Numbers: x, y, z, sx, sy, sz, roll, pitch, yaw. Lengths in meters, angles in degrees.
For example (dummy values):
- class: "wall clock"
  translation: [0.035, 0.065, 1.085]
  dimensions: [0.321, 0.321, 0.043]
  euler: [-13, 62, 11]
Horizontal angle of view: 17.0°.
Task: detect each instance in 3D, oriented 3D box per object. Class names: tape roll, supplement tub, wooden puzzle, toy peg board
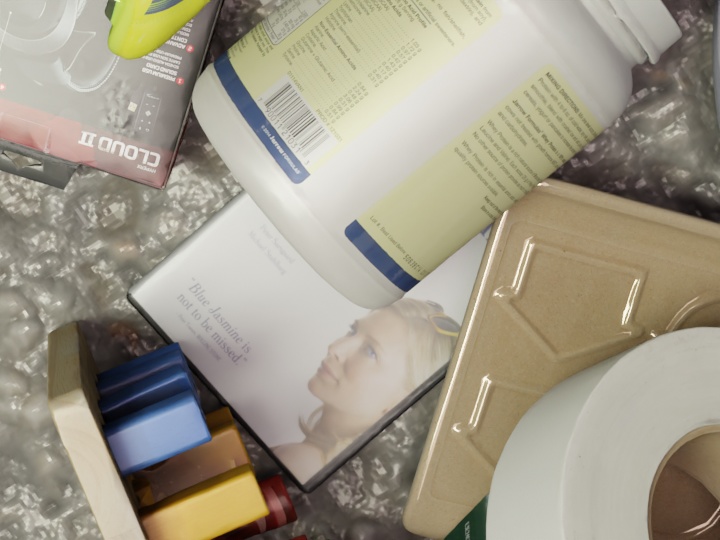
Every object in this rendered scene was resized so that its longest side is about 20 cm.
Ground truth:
- class: "tape roll"
  translation: [0.161, 0.130, 1.136]
  dimensions: [0.202, 0.071, 0.203]
  euler: [9, 69, -26]
- class: "supplement tub"
  translation: [0.037, -0.094, 1.135]
  dimensions: [0.200, 0.145, 0.145]
  euler: [-39, 99, 6]
- class: "wooden puzzle"
  translation: [0.132, 0.060, 1.228]
  dimensions: [0.185, 0.046, 0.200]
  euler: [14, 105, -13]
- class: "toy peg board"
  translation: [-0.070, 0.118, 1.169]
  dimensions: [0.098, 0.200, 0.200]
  euler: [-22, 100, -4]

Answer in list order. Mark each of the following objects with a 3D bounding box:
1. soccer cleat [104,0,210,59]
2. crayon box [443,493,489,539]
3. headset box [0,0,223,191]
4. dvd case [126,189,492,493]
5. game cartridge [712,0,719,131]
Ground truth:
- class: "soccer cleat"
  translation: [-0.045, -0.174, 1.105]
  dimensions: [0.084, 0.065, 0.200]
  euler: [32, 96, -14]
- class: "crayon box"
  translation: [0.135, 0.204, 1.196]
  dimensions: [0.200, 0.126, 0.052]
  euler: [25, 127, -21]
- class: "headset box"
  translation: [-0.141, -0.140, 1.177]
  dimensions: [0.148, 0.077, 0.200]
  euler: [17, 101, -4]
- class: "dvd case"
  translation: [0.000, 0.000, 1.235]
  dimensions: [0.200, 0.018, 0.143]
  euler: [-41, 98, 6]
- class: "game cartridge"
  translation: [0.241, -0.085, 1.174]
  dimensions: [0.133, 0.042, 0.201]
  euler: [-7, 72, 5]
